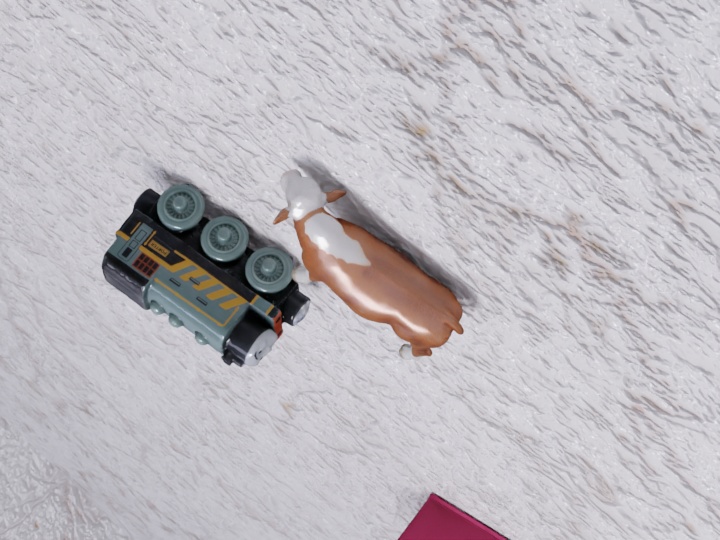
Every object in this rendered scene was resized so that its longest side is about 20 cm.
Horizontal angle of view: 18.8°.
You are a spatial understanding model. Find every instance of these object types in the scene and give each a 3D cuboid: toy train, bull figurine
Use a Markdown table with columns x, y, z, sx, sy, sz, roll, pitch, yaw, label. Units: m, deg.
| x | y | z | sx | sy | sz | roll | pitch | yaw | label |
| --- | --- | --- | --- | --- | --- | --- | --- | --- | --- |
| -0.146 | 0.006 | 2.031 | 0.199 | 0.114 | 0.085 | 35 | 162 | 12 | toy train |
| 0.000 | 0.000 | 1.817 | 0.200 | 0.065 | 0.121 | 40 | 166 | 3 | bull figurine |

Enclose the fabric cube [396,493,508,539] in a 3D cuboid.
| x | y | z | sx | sy | sz | roll | pitch | yaw | label |
| --- | --- | --- | --- | --- | --- | --- | --- | --- | --- |
| 0.110 | 0.402 | 2.352 | 0.199 | 0.200 | 0.197 | 28 | 160 | 28 | fabric cube |
